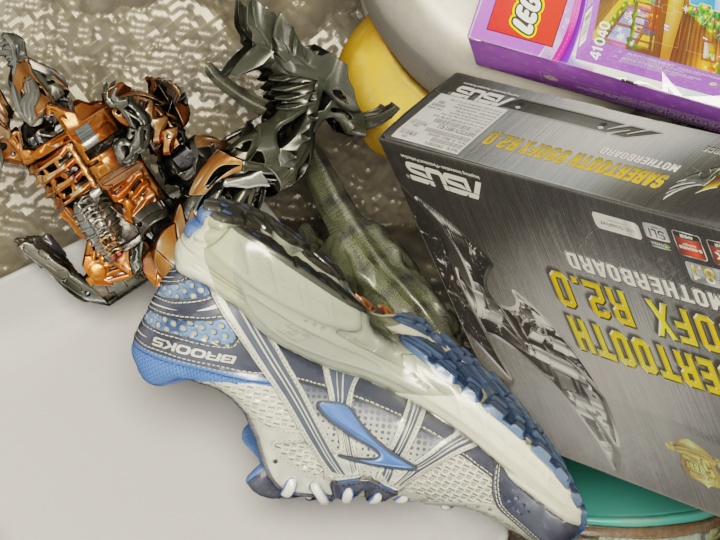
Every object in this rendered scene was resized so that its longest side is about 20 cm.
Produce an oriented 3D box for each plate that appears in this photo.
[{"bbox_3d":[-0.075,0.077,1.054,0.200,0.032,0.200,-27,71,-29],"label":"plate"}]

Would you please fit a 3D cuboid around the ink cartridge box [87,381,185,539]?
[{"bbox_3d":[-0.175,0.057,1.118,0.200,0.039,0.099,16,56,17],"label":"ink cartridge box"}]

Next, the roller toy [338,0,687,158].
[{"bbox_3d":[0.087,-0.139,1.115,0.182,0.140,0.200,6,79,4],"label":"roller toy"}]

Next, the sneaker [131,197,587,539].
[{"bbox_3d":[-0.002,0.056,1.032,0.200,0.077,0.085,36,100,-16],"label":"sneaker"}]

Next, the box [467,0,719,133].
[{"bbox_3d":[0.136,-0.156,1.020,0.137,0.039,0.200,17,81,11],"label":"box"}]

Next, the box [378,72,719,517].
[{"bbox_3d":[0.111,0.016,1.004,0.048,0.200,0.158,-40,125,-25],"label":"box"}]

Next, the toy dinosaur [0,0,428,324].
[{"bbox_3d":[-0.059,-0.034,1.062,0.200,0.102,0.136,36,89,-30],"label":"toy dinosaur"}]

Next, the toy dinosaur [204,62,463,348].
[{"bbox_3d":[0.000,0.000,1.133,0.047,0.088,0.200,-34,76,-10],"label":"toy dinosaur"}]

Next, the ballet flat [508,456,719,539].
[{"bbox_3d":[0.059,0.112,1.144,0.200,0.069,0.071,5,115,-17],"label":"ballet flat"}]
